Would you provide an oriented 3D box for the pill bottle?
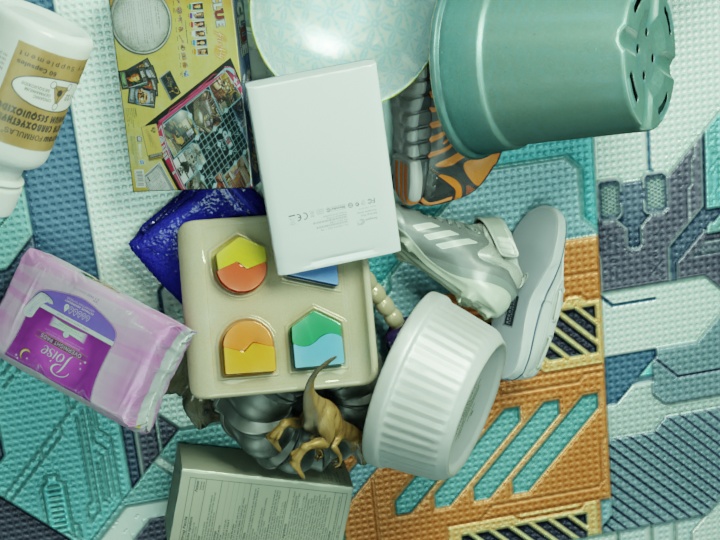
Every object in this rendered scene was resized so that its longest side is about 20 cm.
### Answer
[{"bbox_3d":[-0.354,-0.162,1.555,0.114,0.114,0.201,21,104,-16],"label":"pill bottle"}]

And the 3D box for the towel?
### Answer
[{"bbox_3d":[-0.135,-0.004,1.685,0.147,0.050,0.200,-41,111,4],"label":"towel"}]

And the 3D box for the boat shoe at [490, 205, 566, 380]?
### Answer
[{"bbox_3d":[0.195,0.026,1.754,0.065,0.073,0.202,7,105,-44],"label":"boat shoe"}]

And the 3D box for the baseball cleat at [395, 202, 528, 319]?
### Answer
[{"bbox_3d":[0.094,-0.036,1.710,0.200,0.070,0.107,40,72,-7],"label":"baseball cleat"}]

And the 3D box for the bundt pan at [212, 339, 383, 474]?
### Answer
[{"bbox_3d":[-0.056,0.141,1.707,0.200,0.076,0.204,-12,123,-18],"label":"bundt pan"}]

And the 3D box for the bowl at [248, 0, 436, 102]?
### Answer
[{"bbox_3d":[-0.021,-0.273,1.582,0.198,0.108,0.202,-3,109,-10],"label":"bowl"}]

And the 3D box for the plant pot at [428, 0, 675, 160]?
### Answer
[{"bbox_3d":[0.199,-0.212,1.553,0.194,0.200,0.202,2,114,30],"label":"plant pot"}]

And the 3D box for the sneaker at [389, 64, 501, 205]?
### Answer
[{"bbox_3d":[0.093,-0.171,1.665,0.111,0.078,0.202,-6,111,-20],"label":"sneaker"}]

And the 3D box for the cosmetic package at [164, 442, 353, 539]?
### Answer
[{"bbox_3d":[-0.116,0.265,1.767,0.198,0.073,0.104,9,107,-13],"label":"cosmetic package"}]

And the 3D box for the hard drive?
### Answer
[{"bbox_3d":[-0.036,-0.103,1.570,0.131,0.025,0.202,-11,114,-7],"label":"hard drive"}]

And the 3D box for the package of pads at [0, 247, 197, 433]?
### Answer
[{"bbox_3d":[-0.281,0.073,1.612,0.199,0.076,0.121,26,88,18],"label":"package of pads"}]

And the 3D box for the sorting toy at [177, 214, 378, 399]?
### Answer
[{"bbox_3d":[-0.086,0.033,1.623,0.198,0.036,0.187,-5,85,-5],"label":"sorting toy"}]

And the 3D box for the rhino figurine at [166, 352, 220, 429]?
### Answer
[{"bbox_3d":[-0.222,0.116,1.704,0.199,0.060,0.088,29,93,-21],"label":"rhino figurine"}]

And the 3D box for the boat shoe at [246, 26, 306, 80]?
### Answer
[{"bbox_3d":[-0.076,-0.188,1.621,0.199,0.069,0.072,33,101,-18],"label":"boat shoe"}]

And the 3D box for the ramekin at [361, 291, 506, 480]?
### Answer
[{"bbox_3d":[0.085,0.133,1.682,0.094,0.202,0.204,22,106,16],"label":"ramekin"}]

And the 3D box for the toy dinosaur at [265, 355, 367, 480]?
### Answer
[{"bbox_3d":[-0.048,0.154,1.639,0.106,0.060,0.200,-42,145,-7],"label":"toy dinosaur"}]

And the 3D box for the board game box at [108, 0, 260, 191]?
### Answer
[{"bbox_3d":[-0.177,-0.183,1.591,0.134,0.035,0.202,0,107,14],"label":"board game box"}]

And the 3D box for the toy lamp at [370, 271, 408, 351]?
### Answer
[{"bbox_3d":[0.000,0.000,1.709,0.058,0.058,0.201,-34,114,2],"label":"toy lamp"}]
